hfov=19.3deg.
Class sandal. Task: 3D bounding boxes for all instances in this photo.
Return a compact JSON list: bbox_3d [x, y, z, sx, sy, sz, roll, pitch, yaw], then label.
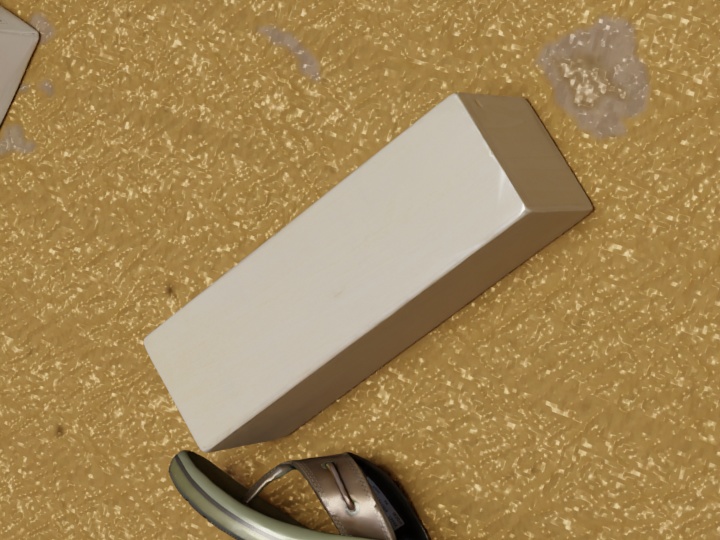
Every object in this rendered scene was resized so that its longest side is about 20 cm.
[{"bbox_3d":[0.005,0.118,0.980,0.200,0.080,0.058,16,83,21],"label":"sandal"}]

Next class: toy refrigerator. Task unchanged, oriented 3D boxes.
[{"bbox_3d":[0.000,0.000,0.969,0.200,0.076,0.070,-38,74,26],"label":"toy refrigerator"}]

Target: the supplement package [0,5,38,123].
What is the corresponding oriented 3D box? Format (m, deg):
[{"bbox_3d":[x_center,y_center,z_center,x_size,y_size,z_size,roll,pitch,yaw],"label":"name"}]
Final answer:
[{"bbox_3d":[-0.307,-0.079,1.067,0.147,0.200,0.192,35,108,24],"label":"supplement package"}]
